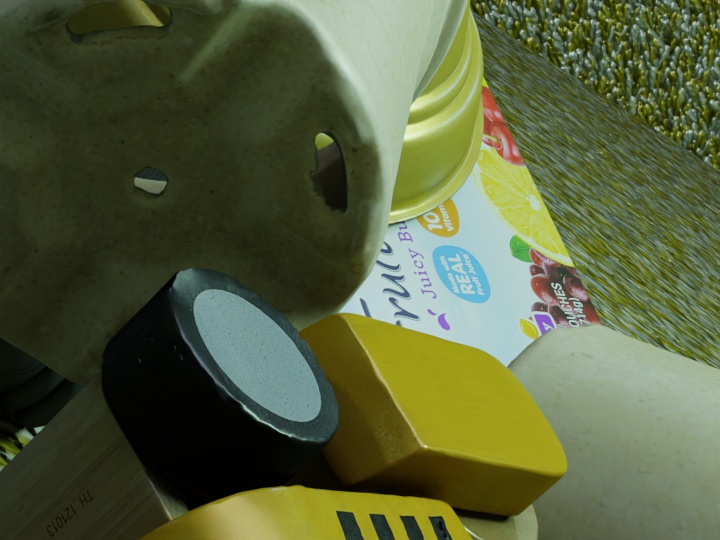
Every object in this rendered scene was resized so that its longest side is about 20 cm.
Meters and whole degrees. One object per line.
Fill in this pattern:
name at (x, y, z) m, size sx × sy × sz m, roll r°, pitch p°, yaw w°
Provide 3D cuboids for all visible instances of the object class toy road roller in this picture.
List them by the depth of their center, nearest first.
toy road roller at (-0.014, 0.100, 0.618) m, size 0.200 × 0.123 × 0.146 m, roll 14°, pitch 38°, yaw -56°

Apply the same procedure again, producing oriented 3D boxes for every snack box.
snack box at (0.000, 0.000, 0.897) m, size 0.168 × 0.068 × 0.201 m, roll 4°, pitch 49°, yaw -36°

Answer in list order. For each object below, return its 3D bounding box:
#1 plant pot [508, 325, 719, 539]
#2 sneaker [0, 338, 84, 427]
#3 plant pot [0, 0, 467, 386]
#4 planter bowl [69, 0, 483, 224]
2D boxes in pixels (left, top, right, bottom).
plant pot at (0.119, 0.113, 0.755) m, size 0.183 × 0.201 × 0.200 m, roll 28°, pitch 9°, yaw 23°
sneaker at (-0.133, -0.004, 0.823) m, size 0.099 × 0.071 × 0.200 m, roll 41°, pitch 7°, yaw -21°
plant pot at (-0.058, -0.065, 0.700) m, size 0.200 × 0.201 × 0.184 m, roll 31°, pitch 25°, yaw -19°
planter bowl at (-0.021, -0.119, 0.878) m, size 0.200 × 0.084 × 0.201 m, roll 20°, pitch 42°, yaw -19°
